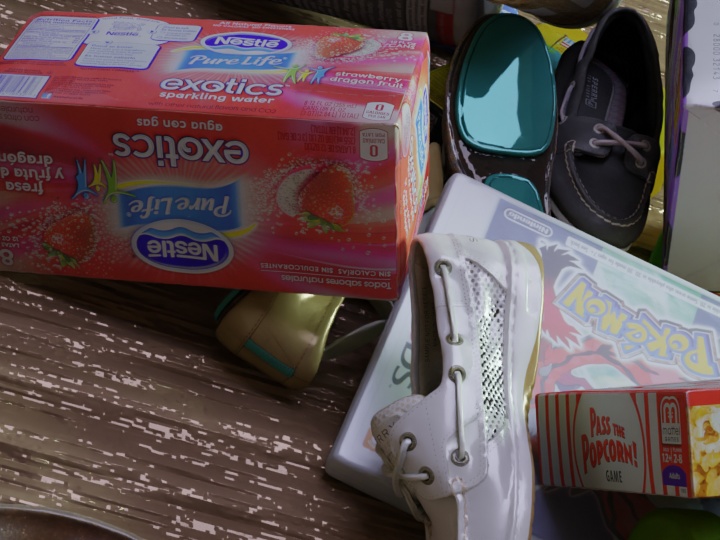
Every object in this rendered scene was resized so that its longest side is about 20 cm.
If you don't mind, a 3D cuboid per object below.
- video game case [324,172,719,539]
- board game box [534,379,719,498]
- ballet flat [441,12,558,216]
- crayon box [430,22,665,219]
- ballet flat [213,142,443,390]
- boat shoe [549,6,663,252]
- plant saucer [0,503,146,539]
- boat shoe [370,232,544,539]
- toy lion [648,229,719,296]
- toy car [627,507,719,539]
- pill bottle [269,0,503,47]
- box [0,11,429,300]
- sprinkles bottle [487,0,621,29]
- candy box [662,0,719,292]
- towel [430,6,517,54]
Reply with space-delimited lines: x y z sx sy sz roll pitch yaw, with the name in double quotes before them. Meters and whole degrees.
"video game case" 0.104 0.063 0.969 0.200 0.023 0.182 26 56 -2
"board game box" 0.199 0.070 0.890 0.200 0.046 0.151 -3 -3 -20
"ballet flat" 0.068 -0.046 1.076 0.068 0.067 0.200 13 58 -16
"crayon box" 0.116 -0.083 1.211 0.127 0.051 0.200 39 36 18
"ballet flat" 0.000 0.000 1.015 0.063 0.069 0.200 42 44 6
"boat shoe" 0.139 -0.086 1.133 0.067 0.057 0.200 22 34 -9
"plant saucer" -0.114 0.169 0.722 0.200 0.037 0.200 18 34 -12
"boat shoe" 0.036 0.076 0.881 0.069 0.071 0.200 12 62 -14
"toy lion" 0.272 0.013 1.188 0.192 0.069 0.200 30 32 18
"toy car" 0.240 0.136 0.842 0.164 0.200 0.158 7 55 -29
"pill bottle" -0.009 -0.211 1.212 0.200 0.114 0.114 15 31 12
"box" -0.071 -0.057 0.946 0.200 0.095 0.103 4 32 8
"sprinkles bottle" 0.104 -0.176 1.127 0.068 0.068 0.200 35 11 12
"candy box" 0.207 -0.115 1.100 0.071 0.168 0.200 3 57 6
"towel" 0.043 -0.210 1.362 0.145 0.024 0.200 21 33 -11
